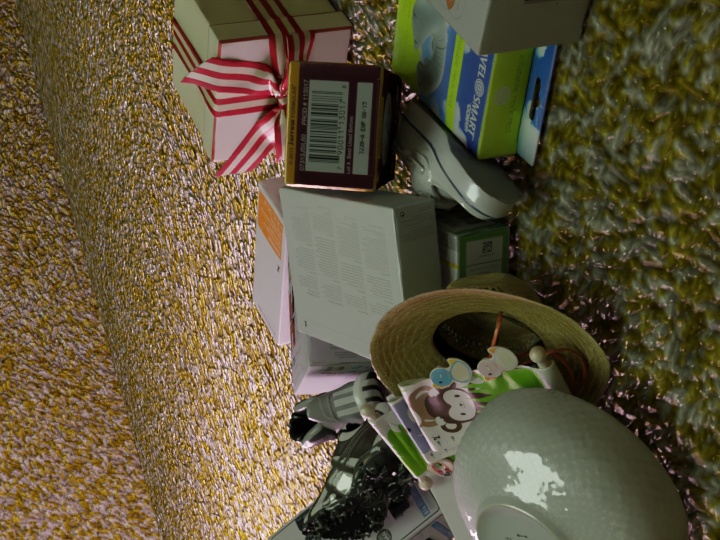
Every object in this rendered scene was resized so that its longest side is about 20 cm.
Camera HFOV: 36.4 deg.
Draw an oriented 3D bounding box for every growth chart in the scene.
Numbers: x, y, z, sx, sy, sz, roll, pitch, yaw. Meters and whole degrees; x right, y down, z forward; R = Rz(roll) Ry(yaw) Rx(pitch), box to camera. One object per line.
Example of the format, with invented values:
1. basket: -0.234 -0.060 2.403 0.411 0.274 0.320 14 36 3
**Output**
1. growth chart: 0.097 0.127 0.943 0.198 0.145 0.018 -20 37 32

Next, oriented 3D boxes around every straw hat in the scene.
1. straw hat: 0.112 0.049 0.932 0.202 0.199 0.086 109 176 -50

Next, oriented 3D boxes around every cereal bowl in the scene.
1. cereal bowl: 0.151 0.196 0.866 0.199 0.083 0.202 27 136 30

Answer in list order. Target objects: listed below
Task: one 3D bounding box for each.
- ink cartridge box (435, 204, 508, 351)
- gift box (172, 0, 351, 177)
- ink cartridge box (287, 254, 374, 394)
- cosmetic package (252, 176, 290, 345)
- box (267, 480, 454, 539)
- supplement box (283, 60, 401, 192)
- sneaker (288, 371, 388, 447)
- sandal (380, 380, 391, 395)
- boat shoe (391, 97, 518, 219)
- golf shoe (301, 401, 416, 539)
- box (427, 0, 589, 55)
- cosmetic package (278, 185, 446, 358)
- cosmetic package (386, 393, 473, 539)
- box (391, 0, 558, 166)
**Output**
1. ink cartridge box: 0.088 0.043 1.043 0.104 0.059 0.202 35 132 57
2. gift box: -0.130 -0.233 1.277 0.187 0.198 0.186 56 153 39
3. ink cartridge box: -0.035 0.039 1.254 0.200 0.083 0.178 119 147 -74
4. cosmetic package: -0.090 -0.014 1.438 0.102 0.070 0.202 -126 33 -44
5. box: 0.005 0.291 1.211 0.060 0.199 0.117 42 -168 -49
6. supplement box: -0.013 -0.138 1.047 0.200 0.084 0.112 -48 -37 -79
7. sneaker: -0.022 0.168 1.237 0.200 0.114 0.076 67 -172 -66
8. sandal: 0.044 0.098 1.182 0.079 0.059 0.209 -30 77 68
9. boat shoe: 0.079 -0.087 0.986 0.066 0.073 0.201 -59 26 20
10. golf shoe: -0.001 0.213 1.139 0.200 0.077 0.095 -50 35 41
11. box: 0.095 -0.277 0.851 0.201 0.096 0.125 57 149 39
12. cosmetic package: 0.000 0.000 1.036 0.199 0.051 0.153 16 115 55
13. cosmetic package: 0.098 0.204 1.064 0.201 0.050 0.082 63 -169 19
14. box: 0.093 -0.188 0.961 0.200 0.047 0.123 -126 32 -46
